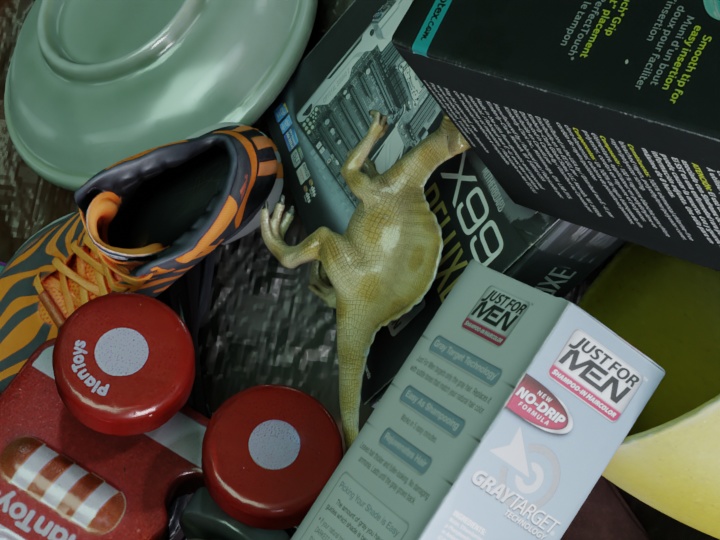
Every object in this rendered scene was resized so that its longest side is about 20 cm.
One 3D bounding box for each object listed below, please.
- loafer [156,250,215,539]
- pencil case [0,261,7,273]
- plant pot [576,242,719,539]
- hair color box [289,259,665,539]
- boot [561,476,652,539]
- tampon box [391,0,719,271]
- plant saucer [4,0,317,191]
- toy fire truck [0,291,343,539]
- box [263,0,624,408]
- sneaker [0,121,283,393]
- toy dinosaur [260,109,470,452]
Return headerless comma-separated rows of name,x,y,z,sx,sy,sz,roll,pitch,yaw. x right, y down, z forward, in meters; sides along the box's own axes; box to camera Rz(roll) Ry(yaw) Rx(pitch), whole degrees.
loafer,-0.118,0.051,0.958,0.071,0.063,0.202,-2,77,16
pencil case,-0.225,0.093,0.971,0.092,0.085,0.202,7,79,23
plant pot,0.201,0.050,0.801,0.200,0.200,0.142,-43,106,4
hair color box,0.033,0.101,0.754,0.201,0.060,0.099,-57,24,-3
boot,0.104,0.111,0.867,0.198,0.072,0.168,-11,76,19
tampon box,0.145,-0.092,0.693,0.199,0.126,0.151,22,75,39
plant saucer,-0.121,-0.138,0.979,0.199,0.050,0.201,-15,54,21
toy fire truck,-0.103,0.123,0.831,0.199,0.112,0.168,31,64,10
box,0.038,-0.054,0.882,0.158,0.050,0.201,-45,49,32
sneaker,-0.131,-0.007,0.879,0.200,0.112,0.078,-41,86,9
toy dinosaur,0.000,0.000,0.826,0.101,0.058,0.201,26,99,49
